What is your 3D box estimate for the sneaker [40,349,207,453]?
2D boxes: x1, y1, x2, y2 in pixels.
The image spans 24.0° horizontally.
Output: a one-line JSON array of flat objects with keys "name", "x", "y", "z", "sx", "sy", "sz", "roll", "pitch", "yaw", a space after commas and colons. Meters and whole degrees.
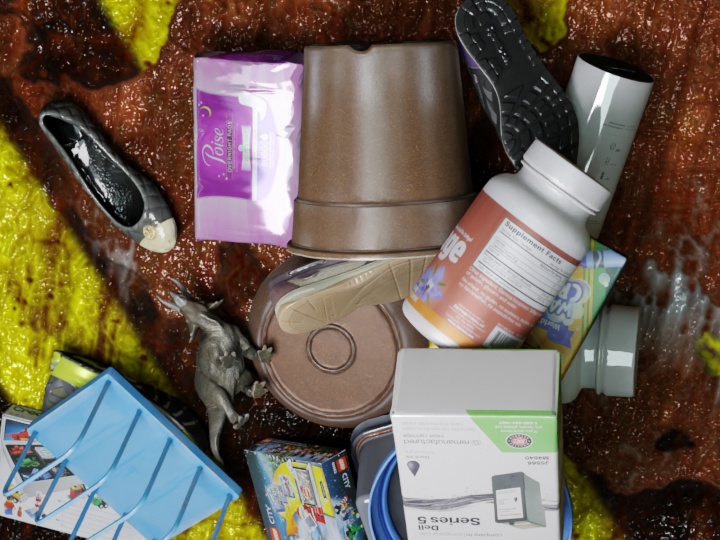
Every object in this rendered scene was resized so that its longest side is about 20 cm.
[{"name": "sneaker", "x": -0.258, "y": 0.160, "z": 1.841, "sx": 0.199, "sy": 0.074, "sz": 0.082, "roll": 26, "pitch": 97, "yaw": 12}]

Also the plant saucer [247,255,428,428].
[{"name": "plant saucer", "x": -0.028, "y": 0.077, "z": 1.787, "sx": 0.198, "sy": 0.034, "sz": 0.202, "roll": 4, "pitch": 106, "yaw": 13}]

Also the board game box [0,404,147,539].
[{"name": "board game box", "x": -0.310, "y": 0.235, "z": 1.899, "sx": 0.198, "sy": 0.035, "sz": 0.127, "roll": 13, "pitch": 109, "yaw": 9}]

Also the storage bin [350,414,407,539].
[{"name": "storage bin", "x": 0.083, "y": 0.212, "z": 1.736, "sx": 0.198, "sy": 0.135, "sz": 0.147, "roll": -15, "pitch": 109, "yaw": 12}]

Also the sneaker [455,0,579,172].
[{"name": "sneaker", "x": 0.152, "y": -0.165, "z": 1.632, "sx": 0.075, "sy": 0.088, "sz": 0.202, "roll": -21, "pitch": 83, "yaw": -4}]

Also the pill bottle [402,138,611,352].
[{"name": "pill bottle", "x": 0.135, "y": -0.014, "z": 1.533, "sx": 0.112, "sy": 0.112, "sz": 0.201, "roll": 35, "pitch": 97, "yaw": 1}]

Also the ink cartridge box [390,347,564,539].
[{"name": "ink cartridge box", "x": 0.109, "y": 0.167, "z": 1.518, "sx": 0.144, "sy": 0.084, "sz": 0.201, "roll": -1, "pitch": 133, "yaw": 9}]

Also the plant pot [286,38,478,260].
[{"name": "plant pot", "x": 0.023, "y": -0.122, "z": 1.641, "sx": 0.198, "sy": 0.200, "sz": 0.200, "roll": 0, "pitch": 98, "yaw": 13}]

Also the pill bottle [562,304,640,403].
[{"name": "pill bottle", "x": 0.177, "y": 0.074, "z": 1.694, "sx": 0.198, "sy": 0.114, "sz": 0.116, "roll": 5, "pitch": 108, "yaw": 12}]

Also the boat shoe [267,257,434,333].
[{"name": "boat shoe", "x": 0.000, "y": 0.000, "z": 1.713, "sx": 0.198, "sy": 0.065, "sz": 0.072, "roll": -22, "pitch": 146, "yaw": -12}]

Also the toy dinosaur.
[{"name": "toy dinosaur", "x": -0.146, "y": 0.106, "z": 1.806, "sx": 0.076, "sy": 0.102, "sz": 0.202, "roll": -22, "pitch": 120, "yaw": -26}]

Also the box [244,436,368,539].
[{"name": "box", "x": -0.047, "y": 0.283, "z": 1.814, "sx": 0.136, "sy": 0.038, "sz": 0.202, "roll": 3, "pitch": 112, "yaw": 50}]

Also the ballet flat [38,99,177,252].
[{"name": "ballet flat", "x": -0.269, "y": -0.094, "z": 1.779, "sx": 0.066, "sy": 0.057, "sz": 0.200, "roll": -40, "pitch": 94, "yaw": 21}]

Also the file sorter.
[{"name": "file sorter", "x": -0.252, "y": 0.232, "z": 1.768, "sx": 0.138, "sy": 0.123, "sz": 0.200, "roll": -33, "pitch": 111, "yaw": 30}]

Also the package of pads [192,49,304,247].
[{"name": "package of pads", "x": -0.109, "y": -0.123, "z": 1.722, "sx": 0.119, "sy": 0.076, "sz": 0.202, "roll": 4, "pitch": 107, "yaw": 10}]

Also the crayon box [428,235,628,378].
[{"name": "crayon box", "x": 0.153, "y": 0.045, "z": 1.614, "sx": 0.125, "sy": 0.052, "sz": 0.201, "roll": 29, "pitch": 97, "yaw": 10}]

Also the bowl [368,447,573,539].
[{"name": "bowl", "x": 0.107, "y": 0.231, "z": 1.646, "sx": 0.198, "sy": 0.039, "sz": 0.203, "roll": 3, "pitch": 112, "yaw": 6}]

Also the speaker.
[{"name": "speaker", "x": 0.218, "y": -0.107, "z": 1.648, "sx": 0.081, "sy": 0.081, "sz": 0.202, "roll": 19, "pitch": 110, "yaw": 7}]
